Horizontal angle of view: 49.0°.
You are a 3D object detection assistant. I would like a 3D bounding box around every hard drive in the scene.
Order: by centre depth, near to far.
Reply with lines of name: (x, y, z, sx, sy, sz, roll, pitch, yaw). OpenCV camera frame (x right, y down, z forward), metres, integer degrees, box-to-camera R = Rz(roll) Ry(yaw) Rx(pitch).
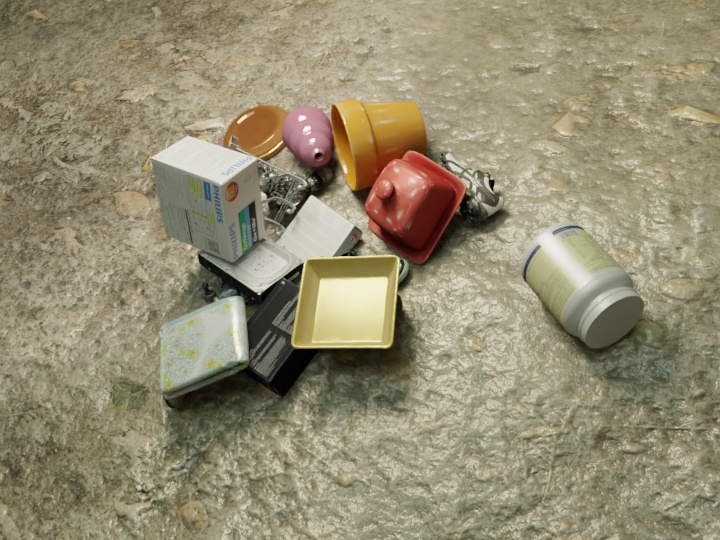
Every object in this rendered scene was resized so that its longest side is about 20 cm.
hard drive: (-0.238, -0.018, 1.711, 0.199, 0.038, 0.139, 31, 50, 30)

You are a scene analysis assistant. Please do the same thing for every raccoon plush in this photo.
raccoon plush: (-0.178, -0.228, 1.842, 0.200, 0.135, 0.096, -39, 24, -27)

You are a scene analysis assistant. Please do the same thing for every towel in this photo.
towel: (-0.316, 0.154, 1.588, 0.198, 0.048, 0.172, -23, 49, 11)

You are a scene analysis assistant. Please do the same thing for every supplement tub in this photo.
supplement tub: (0.394, 0.026, 1.412, 0.144, 0.145, 0.201, -31, 49, -2)

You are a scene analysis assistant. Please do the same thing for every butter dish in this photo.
butter dish: (0.086, -0.149, 1.644, 0.199, 0.147, 0.201, 38, 102, 38)

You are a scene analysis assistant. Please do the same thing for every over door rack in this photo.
over door rack: (-0.235, -0.179, 1.751, 0.199, 0.148, 0.067, 31, 32, -1)

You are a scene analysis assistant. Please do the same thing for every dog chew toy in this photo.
dog chew toy: (-0.118, -0.310, 1.875, 0.124, 0.125, 0.201, -27, 34, 2)

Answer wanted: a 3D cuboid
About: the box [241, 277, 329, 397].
box: (-0.159, 0.134, 1.609, 0.140, 0.079, 0.201, 27, 70, 32)

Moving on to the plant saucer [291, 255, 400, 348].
plant saucer: (-0.023, 0.070, 1.530, 0.197, 0.049, 0.202, -1, 59, 13)

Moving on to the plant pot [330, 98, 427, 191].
plant pot: (0.046, -0.300, 1.786, 0.181, 0.201, 0.201, -16, 49, -9)

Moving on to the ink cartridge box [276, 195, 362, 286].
ink cartridge box: (-0.109, -0.047, 1.759, 0.162, 0.050, 0.201, 37, 93, 38)

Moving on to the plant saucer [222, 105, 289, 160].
plant saucer: (-0.271, -0.360, 2.052, 0.198, 0.038, 0.202, -11, 53, 15)

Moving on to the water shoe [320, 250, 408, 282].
water shoe: (0.000, 0.000, 1.641, 0.198, 0.079, 0.072, -9, 52, 17)

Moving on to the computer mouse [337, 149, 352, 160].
computer mouse: (-0.036, -0.339, 1.938, 0.058, 0.034, 0.202, -17, 50, 11)

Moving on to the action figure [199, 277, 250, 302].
action figure: (-0.297, 0.019, 1.762, 0.129, 0.070, 0.202, -17, 54, 4)

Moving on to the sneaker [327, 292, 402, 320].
sneaker: (0.002, 0.058, 1.608, 0.199, 0.078, 0.091, 26, 64, 25)

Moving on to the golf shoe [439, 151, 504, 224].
golf shoe: (0.236, -0.185, 1.692, 0.094, 0.078, 0.201, -21, 56, -7)

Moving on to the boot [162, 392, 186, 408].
boot: (-0.324, 0.193, 1.642, 0.129, 0.068, 0.202, 1, 54, 24)

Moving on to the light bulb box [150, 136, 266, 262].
light bulb box: (-0.320, -0.154, 1.684, 0.198, 0.200, 0.125, 21, 43, 26)
